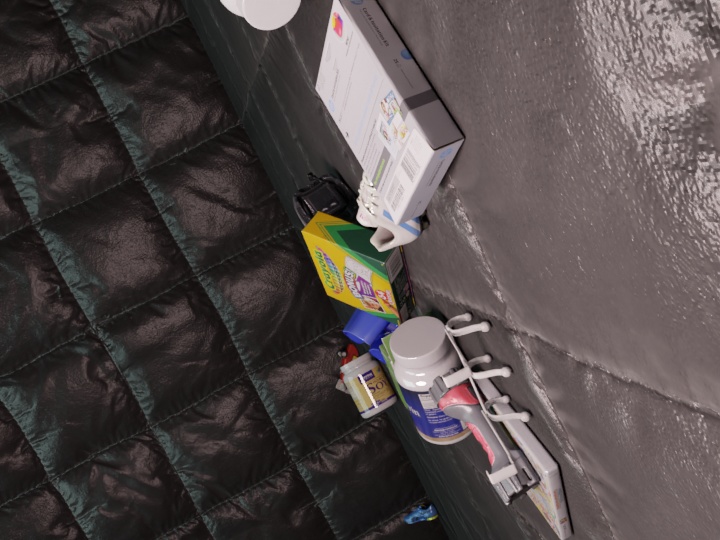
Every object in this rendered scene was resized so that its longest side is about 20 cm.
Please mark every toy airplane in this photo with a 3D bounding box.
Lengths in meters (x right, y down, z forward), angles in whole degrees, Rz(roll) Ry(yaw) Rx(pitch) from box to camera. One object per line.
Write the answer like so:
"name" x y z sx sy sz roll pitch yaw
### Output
"toy airplane" -0.040 0.462 3.241 0.201 0.140 0.200 -106 29 -46

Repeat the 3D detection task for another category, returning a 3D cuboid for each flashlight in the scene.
"flashlight" 0.172 0.236 1.022 0.201 0.068 0.068 60 172 32

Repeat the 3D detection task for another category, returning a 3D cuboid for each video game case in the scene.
"video game case" 0.236 0.271 1.049 0.200 0.023 0.183 54 169 50

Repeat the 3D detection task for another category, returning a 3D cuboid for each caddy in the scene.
"caddy" 0.047 0.123 1.506 0.141 0.105 0.200 38 170 -6

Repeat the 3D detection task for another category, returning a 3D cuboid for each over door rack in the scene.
"over door rack" 0.160 0.148 0.897 0.148 0.066 0.200 64 -167 -11

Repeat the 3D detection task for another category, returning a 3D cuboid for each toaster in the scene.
"toaster" -0.054 -0.096 1.412 0.200 0.113 0.130 51 169 46

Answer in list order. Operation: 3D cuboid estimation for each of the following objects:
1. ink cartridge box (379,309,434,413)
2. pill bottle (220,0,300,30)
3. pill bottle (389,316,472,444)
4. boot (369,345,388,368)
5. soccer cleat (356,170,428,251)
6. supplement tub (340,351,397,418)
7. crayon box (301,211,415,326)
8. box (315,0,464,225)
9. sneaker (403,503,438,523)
"ink cartridge box" 0.101 0.157 1.270 0.059 0.103 0.201 49 165 57
"pill bottle" -0.157 -0.416 0.965 0.201 0.112 0.113 58 171 31
"pill bottle" 0.121 0.180 1.169 0.116 0.115 0.201 52 166 56
"boot" 0.053 0.179 1.829 0.201 0.077 0.138 63 178 6
"soccer cleat" 0.029 -0.103 0.901 0.070 0.086 0.201 55 169 47
"supplement tub" 0.027 0.407 2.539 0.201 0.145 0.145 61 173 6
"crayon box" 0.000 0.000 1.278 0.172 0.058 0.201 21 151 27
"box" 0.022 -0.170 0.760 0.201 0.041 0.156 59 159 16
"sneaker" 0.285 1.174 3.461 0.066 0.199 0.079 -26 -90 -55
